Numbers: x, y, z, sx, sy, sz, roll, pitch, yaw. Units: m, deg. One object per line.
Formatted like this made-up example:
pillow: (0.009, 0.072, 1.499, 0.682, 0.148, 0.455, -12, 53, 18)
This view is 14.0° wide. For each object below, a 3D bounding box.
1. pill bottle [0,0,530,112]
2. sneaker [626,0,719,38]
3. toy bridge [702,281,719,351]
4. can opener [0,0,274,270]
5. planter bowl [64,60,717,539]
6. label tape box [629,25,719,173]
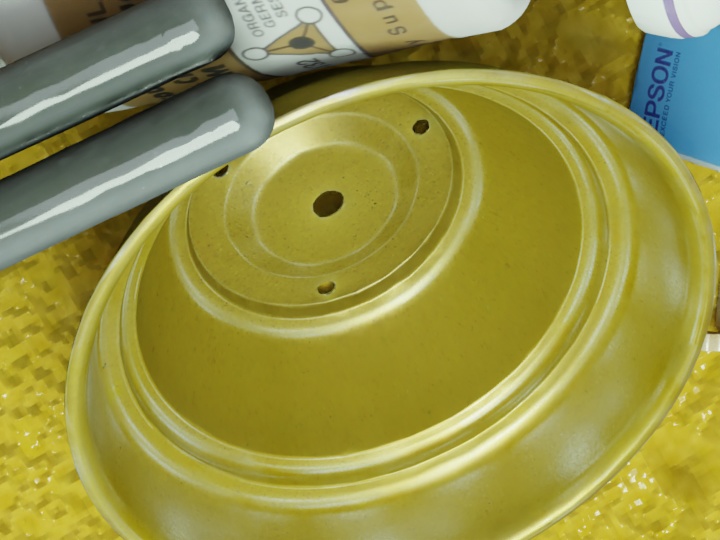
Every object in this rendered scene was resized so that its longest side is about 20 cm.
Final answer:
pill bottle: (-0.058, -0.106, 0.837, 0.200, 0.114, 0.114, -11, 104, 19)
sneaker: (0.150, -0.154, 0.849, 0.114, 0.073, 0.201, 18, 84, 27)
toy bridge: (0.208, 0.029, 0.959, 0.200, 0.027, 0.067, 3, 102, -6)
can opener: (-0.118, -0.016, 0.798, 0.200, 0.067, 0.053, -25, 88, 5)
planter bowl: (0.000, 0.000, 0.886, 0.200, 0.083, 0.201, -11, 131, -13)
label tape box: (0.194, -0.083, 0.902, 0.200, 0.066, 0.143, 18, 101, 32)
